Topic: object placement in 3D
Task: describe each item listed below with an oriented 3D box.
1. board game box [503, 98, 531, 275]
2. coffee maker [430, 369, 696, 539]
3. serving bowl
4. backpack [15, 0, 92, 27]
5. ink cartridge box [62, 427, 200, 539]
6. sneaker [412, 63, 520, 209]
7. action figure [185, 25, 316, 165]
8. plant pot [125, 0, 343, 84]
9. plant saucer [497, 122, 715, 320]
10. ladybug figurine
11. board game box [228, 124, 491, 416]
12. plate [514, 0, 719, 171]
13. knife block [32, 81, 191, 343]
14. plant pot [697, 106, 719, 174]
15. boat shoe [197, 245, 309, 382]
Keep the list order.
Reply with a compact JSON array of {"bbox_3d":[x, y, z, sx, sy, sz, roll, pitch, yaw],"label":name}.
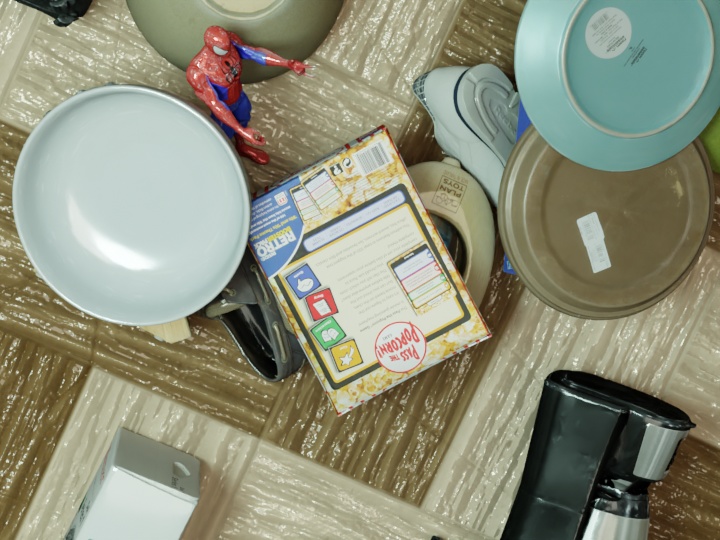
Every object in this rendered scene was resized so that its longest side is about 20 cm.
[{"bbox_3d":[0.194,-0.096,1.452,0.134,0.045,0.201,-3,101,-44],"label":"board game box"},{"bbox_3d":[0.182,0.195,1.487,0.191,0.135,0.201,14,96,-9],"label":"coffee maker"},{"bbox_3d":[-0.181,-0.060,1.358,0.199,0.066,0.201,3,109,9],"label":"serving bowl"},{"bbox_3d":[-0.306,-0.301,1.345,0.199,0.163,0.155,16,88,-3],"label":"backpack"},{"bbox_3d":[-0.219,0.252,1.438,0.084,0.146,0.201,26,94,-9],"label":"ink cartridge box"},{"bbox_3d":[0.121,-0.102,1.469,0.076,0.080,0.201,-51,124,-30],"label":"sneaker"},{"bbox_3d":[-0.088,-0.126,1.360,0.099,0.200,0.065,27,65,20],"label":"action figure"},{"bbox_3d":[-0.102,-0.253,1.380,0.199,0.134,0.202,-1,100,-7],"label":"plant pot"},{"bbox_3d":[0.213,-0.054,1.396,0.199,0.029,0.202,-3,101,-14],"label":"plant saucer"},{"bbox_3d":[0.046,-0.006,1.469,0.135,0.072,0.201,24,96,-9],"label":"ladybug figurine"},{"bbox_3d":[0.000,0.000,1.404,0.151,0.046,0.201,-27,98,1],"label":"board game box"},{"bbox_3d":[0.221,-0.177,1.340,0.199,0.026,0.202,-5,107,-15],"label":"plate"},{"bbox_3d":[-0.201,-0.056,1.433,0.199,0.064,0.176,29,95,-10],"label":"knife block"},{"bbox_3d":[0.356,-0.186,1.442,0.187,0.187,0.200,40,109,-11],"label":"plant pot"},{"bbox_3d":[-0.107,0.011,1.438,0.074,0.073,0.200,-28,105,40],"label":"boat shoe"}]
